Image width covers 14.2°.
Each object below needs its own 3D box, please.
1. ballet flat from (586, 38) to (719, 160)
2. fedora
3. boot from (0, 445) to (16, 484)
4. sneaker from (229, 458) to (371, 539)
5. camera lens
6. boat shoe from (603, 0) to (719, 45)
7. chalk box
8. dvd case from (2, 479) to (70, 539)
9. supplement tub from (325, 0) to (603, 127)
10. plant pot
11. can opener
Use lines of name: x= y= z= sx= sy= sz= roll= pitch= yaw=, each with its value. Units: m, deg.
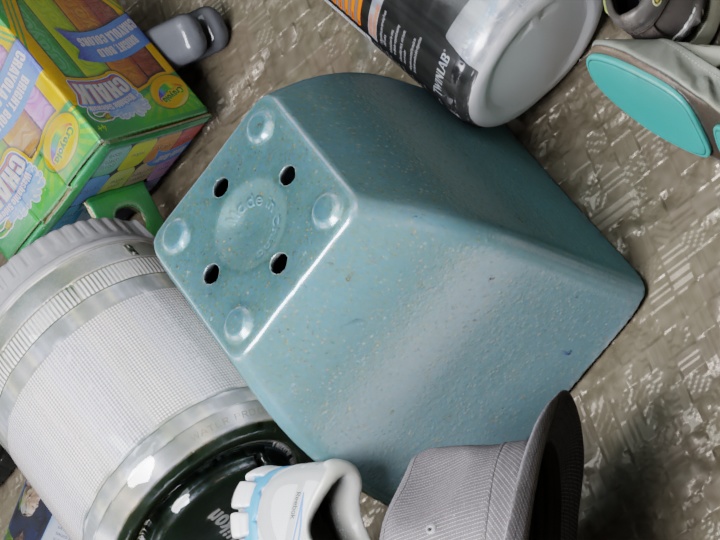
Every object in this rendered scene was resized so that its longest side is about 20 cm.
ballet flat: x=0.210 y=-0.090 z=1.614 sx=0.064 sy=0.068 sz=0.200 roll=-40 pitch=46 yaw=-13
fedora: x=0.061 y=0.162 z=1.552 sx=0.090 sy=0.177 sz=0.201 roll=3 pitch=76 yaw=13
boot: x=-0.315 y=0.134 z=1.996 sx=0.200 sy=0.077 sz=0.138 roll=-49 pitch=43 yaw=-1
sneaker: x=-0.017 y=0.198 z=1.586 sx=0.086 sy=0.075 sz=0.201 roll=-22 pitch=73 yaw=44
camera lens: x=-0.135 y=0.086 z=1.763 sx=0.160 sy=0.160 sz=0.200 roll=-51 pitch=58 yaw=15
boat shoe: x=0.178 y=-0.225 z=1.685 sx=0.071 sy=0.060 sz=0.202 roll=-13 pitch=66 yaw=39
chalk box: x=-0.195 y=-0.093 z=1.894 sx=0.200 sy=0.124 sz=0.124 roll=48 pitch=121 yaw=12
dvd case: x=-0.173 y=0.162 z=1.885 sx=0.142 sy=0.018 sz=0.201 roll=18 pitch=86 yaw=44
supplement tub: x=0.038 y=-0.188 z=1.720 sx=0.200 sy=0.122 sz=0.123 roll=43 pitch=105 yaw=23
plant pot: x=0.000 y=0.000 z=1.664 sx=0.197 sy=0.200 sz=0.196 roll=-51 pitch=47 yaw=14
can opener: x=-0.169 y=-0.115 z=1.978 sx=0.199 sy=0.053 sz=0.067 roll=-21 pitch=93 yaw=35
